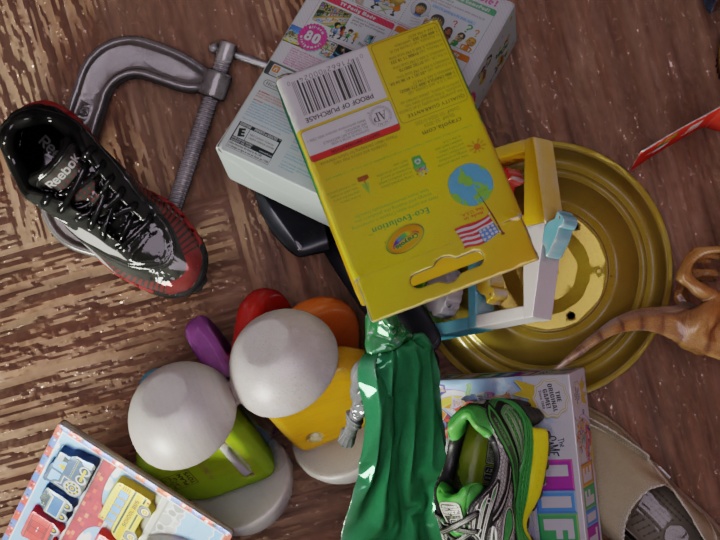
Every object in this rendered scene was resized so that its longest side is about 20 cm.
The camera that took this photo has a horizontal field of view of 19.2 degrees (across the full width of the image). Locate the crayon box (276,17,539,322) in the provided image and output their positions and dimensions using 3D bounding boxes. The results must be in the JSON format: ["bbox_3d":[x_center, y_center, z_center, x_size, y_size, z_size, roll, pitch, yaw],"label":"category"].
[{"bbox_3d":[0.032,-0.063,1.481,0.126,0.051,0.201,-20,66,-1],"label":"crayon box"}]

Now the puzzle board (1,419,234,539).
[{"bbox_3d":[-0.194,0.218,1.589,0.150,0.017,0.200,33,128,3],"label":"puzzle board"}]

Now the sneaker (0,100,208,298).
[{"bbox_3d":[-0.198,-0.053,1.587,0.200,0.098,0.071,43,93,8],"label":"sneaker"}]

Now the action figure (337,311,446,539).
[{"bbox_3d":[0.024,0.115,1.523,0.118,0.055,0.201,-21,121,-34],"label":"action figure"}]

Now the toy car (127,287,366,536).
[{"bbox_3d":[-0.082,0.089,1.585,0.199,0.175,0.150,-28,52,6],"label":"toy car"}]

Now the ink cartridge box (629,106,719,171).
[{"bbox_3d":[0.297,-0.109,1.552,0.199,0.162,0.050,-30,86,2],"label":"ink cartridge box"}]

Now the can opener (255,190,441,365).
[{"bbox_3d":[0.000,0.000,1.586,0.078,0.063,0.200,-32,64,-13],"label":"can opener"}]

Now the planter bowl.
[{"bbox_3d":[0.138,0.000,1.598,0.199,0.083,0.202,0,89,3],"label":"planter bowl"}]

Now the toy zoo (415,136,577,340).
[{"bbox_3d":[0.087,-0.020,1.549,0.020,0.200,0.132,10,75,-37],"label":"toy zoo"}]

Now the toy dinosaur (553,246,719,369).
[{"bbox_3d":[0.245,0.038,1.575,0.199,0.060,0.107,15,62,-21],"label":"toy dinosaur"}]

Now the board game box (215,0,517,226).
[{"bbox_3d":[0.007,-0.132,1.574,0.147,0.064,0.201,26,74,16],"label":"board game box"}]

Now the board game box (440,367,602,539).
[{"bbox_3d":[0.111,0.176,1.591,0.134,0.034,0.201,-5,94,27],"label":"board game box"}]

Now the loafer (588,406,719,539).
[{"bbox_3d":[0.198,0.166,1.601,0.200,0.068,0.076,36,91,3],"label":"loafer"}]

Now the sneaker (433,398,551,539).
[{"bbox_3d":[0.080,0.190,1.518,0.078,0.085,0.201,-4,80,41],"label":"sneaker"}]

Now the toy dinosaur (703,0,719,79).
[{"bbox_3d":[0.321,-0.265,1.615,0.181,0.105,0.201,-26,126,-10],"label":"toy dinosaur"}]

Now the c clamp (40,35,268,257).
[{"bbox_3d":[-0.153,-0.094,1.640,0.170,0.027,0.201,24,92,4],"label":"c clamp"}]
